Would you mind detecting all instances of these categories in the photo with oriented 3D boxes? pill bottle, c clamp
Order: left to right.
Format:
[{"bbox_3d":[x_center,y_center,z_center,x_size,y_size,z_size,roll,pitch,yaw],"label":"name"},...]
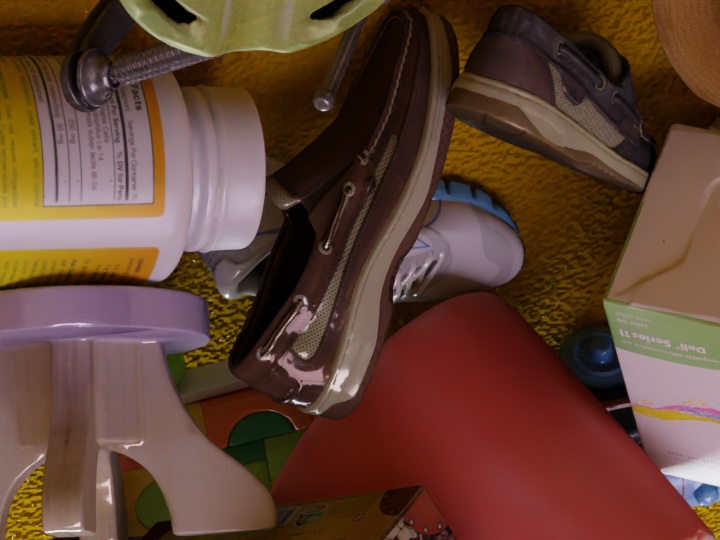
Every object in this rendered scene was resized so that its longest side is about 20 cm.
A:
[{"bbox_3d":[-0.149,-0.046,1.381,0.199,0.109,0.109,-2,136,-20],"label":"pill bottle"},{"bbox_3d":[-0.059,-0.113,1.282,0.199,0.171,0.027,-11,125,39],"label":"c clamp"}]

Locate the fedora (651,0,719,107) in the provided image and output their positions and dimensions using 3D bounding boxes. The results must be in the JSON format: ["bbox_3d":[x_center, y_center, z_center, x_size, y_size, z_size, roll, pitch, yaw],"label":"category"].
[{"bbox_3d":[0.220,-0.164,1.420,0.200,0.082,0.201,-8,133,-9],"label":"fedora"}]

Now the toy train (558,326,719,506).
[{"bbox_3d":[0.192,0.082,1.654,0.199,0.114,0.087,-11,138,-11],"label":"toy train"}]

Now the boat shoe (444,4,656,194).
[{"bbox_3d":[0.106,-0.084,1.449,0.201,0.072,0.066,16,97,-64],"label":"boat shoe"}]

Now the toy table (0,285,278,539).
[{"bbox_3d":[-0.133,0.074,1.443,0.183,0.118,0.200,-4,173,14],"label":"toy table"}]

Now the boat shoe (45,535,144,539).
[{"bbox_3d":[-0.160,0.165,1.502,0.057,0.067,0.200,-21,176,28],"label":"boat shoe"}]

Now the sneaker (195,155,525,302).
[{"bbox_3d":[0.000,0.000,1.511,0.199,0.087,0.075,5,132,-28],"label":"sneaker"}]

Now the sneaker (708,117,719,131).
[{"bbox_3d":[0.269,-0.023,1.581,0.199,0.070,0.100,16,145,0],"label":"sneaker"}]

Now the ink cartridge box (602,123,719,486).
[{"bbox_3d":[0.186,0.034,1.528,0.067,0.117,0.200,11,148,23],"label":"ink cartridge box"}]

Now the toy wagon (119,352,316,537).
[{"bbox_3d":[-0.045,0.099,1.607,0.199,0.040,0.156,-13,124,-7],"label":"toy wagon"}]

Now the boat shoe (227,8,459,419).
[{"bbox_3d":[-0.012,-0.034,1.419,0.075,0.075,0.203,17,85,-22],"label":"boat shoe"}]

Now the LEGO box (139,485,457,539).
[{"bbox_3d":[-0.020,0.195,1.462,0.200,0.077,0.149,-13,116,45],"label":"LEGO box"}]

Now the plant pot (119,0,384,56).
[{"bbox_3d":[-0.056,-0.192,1.199,0.200,0.185,0.201,-12,139,-10],"label":"plant pot"}]

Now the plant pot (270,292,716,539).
[{"bbox_3d":[0.074,0.139,1.532,0.200,0.177,0.201,-41,155,-24],"label":"plant pot"}]
